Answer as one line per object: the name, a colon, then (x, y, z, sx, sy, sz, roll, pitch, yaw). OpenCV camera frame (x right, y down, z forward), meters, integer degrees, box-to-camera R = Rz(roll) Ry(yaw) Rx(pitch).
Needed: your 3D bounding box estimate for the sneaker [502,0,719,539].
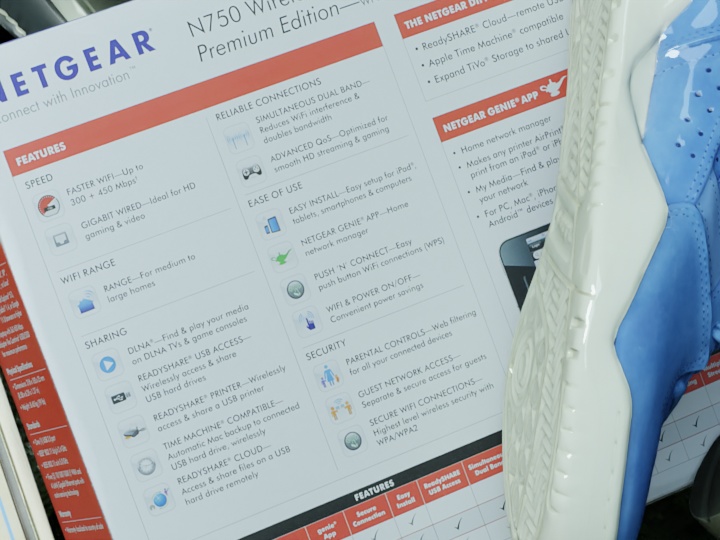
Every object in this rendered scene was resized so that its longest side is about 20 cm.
sneaker: (0.105, -0.006, 0.755, 0.111, 0.077, 0.200, 12, 73, -10)

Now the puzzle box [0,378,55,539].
puzzle box: (-0.164, 0.040, 0.781, 0.133, 0.025, 0.200, -19, 82, -10)

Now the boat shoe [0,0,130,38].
boat shoe: (-0.130, -0.103, 0.883, 0.066, 0.074, 0.199, -48, 65, 12)

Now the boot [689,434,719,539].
boot: (0.211, 0.085, 0.757, 0.200, 0.182, 0.073, 41, 49, -14)

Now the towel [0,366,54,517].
towel: (-0.157, 0.025, 0.864, 0.200, 0.036, 0.149, -18, 73, -10)

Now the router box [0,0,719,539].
router box: (0.000, 0.000, 0.784, 0.200, 0.049, 0.180, -20, 91, -21)
